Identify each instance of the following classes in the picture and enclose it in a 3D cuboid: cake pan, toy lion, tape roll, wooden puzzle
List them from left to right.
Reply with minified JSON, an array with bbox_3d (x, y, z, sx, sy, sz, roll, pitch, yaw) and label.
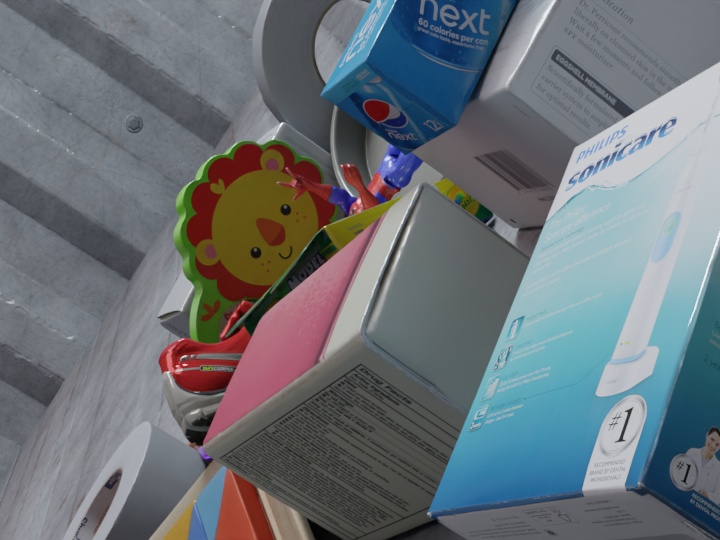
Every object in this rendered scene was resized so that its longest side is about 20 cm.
[{"bbox_3d":[-0.219,0.244,1.065,0.201,0.066,0.201,-53,15,21],"label":"tape roll"},{"bbox_3d":[-0.094,0.217,0.759,0.186,0.037,0.201,-51,41,25],"label":"wooden puzzle"},{"bbox_3d":[-0.078,0.002,0.968,0.202,0.190,0.068,-62,16,-15],"label":"toy lion"},{"bbox_3d":[-0.002,-0.209,1.103,0.202,0.199,0.066,-57,15,0],"label":"tape roll"},{"bbox_3d":[0.051,-0.141,0.992,0.199,0.036,0.204,-20,63,45],"label":"cake pan"}]

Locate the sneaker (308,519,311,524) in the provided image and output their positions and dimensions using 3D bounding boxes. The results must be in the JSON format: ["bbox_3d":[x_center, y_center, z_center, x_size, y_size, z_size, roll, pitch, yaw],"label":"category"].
[{"bbox_3d":[-0.042,0.127,0.840,0.203,0.067,0.108,-59,18,8],"label":"sneaker"}]

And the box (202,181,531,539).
[{"bbox_3d":[0.016,0.063,0.665,0.200,0.127,0.110,-38,23,50],"label":"box"}]

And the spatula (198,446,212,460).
[{"bbox_3d":[-0.104,0.184,0.997,0.200,0.055,0.021,-126,29,-67],"label":"spatula"}]

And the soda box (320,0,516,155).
[{"bbox_3d":[0.056,-0.172,0.666,0.202,0.064,0.068,-64,17,-19],"label":"soda box"}]

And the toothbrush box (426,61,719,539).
[{"bbox_3d":[0.127,0.024,0.470,0.146,0.085,0.202,-32,30,60],"label":"toothbrush box"}]

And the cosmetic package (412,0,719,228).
[{"bbox_3d":[0.138,-0.146,0.711,0.202,0.122,0.199,-59,15,-10],"label":"cosmetic package"}]

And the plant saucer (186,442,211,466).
[{"bbox_3d":[-0.189,0.257,1.126,0.201,0.032,0.201,-53,15,21],"label":"plant saucer"}]

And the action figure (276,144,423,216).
[{"bbox_3d":[0.011,-0.095,0.916,0.202,0.098,0.065,-62,28,15],"label":"action figure"}]

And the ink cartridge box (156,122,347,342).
[{"bbox_3d":[-0.071,-0.006,1.056,0.202,0.144,0.083,-63,18,-18],"label":"ink cartridge box"}]

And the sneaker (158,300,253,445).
[{"bbox_3d":[-0.061,0.058,0.858,0.198,0.086,0.077,-14,-22,-44],"label":"sneaker"}]

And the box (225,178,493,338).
[{"bbox_3d":[0.000,0.000,0.819,0.199,0.049,0.117,-23,-18,-48],"label":"box"}]
